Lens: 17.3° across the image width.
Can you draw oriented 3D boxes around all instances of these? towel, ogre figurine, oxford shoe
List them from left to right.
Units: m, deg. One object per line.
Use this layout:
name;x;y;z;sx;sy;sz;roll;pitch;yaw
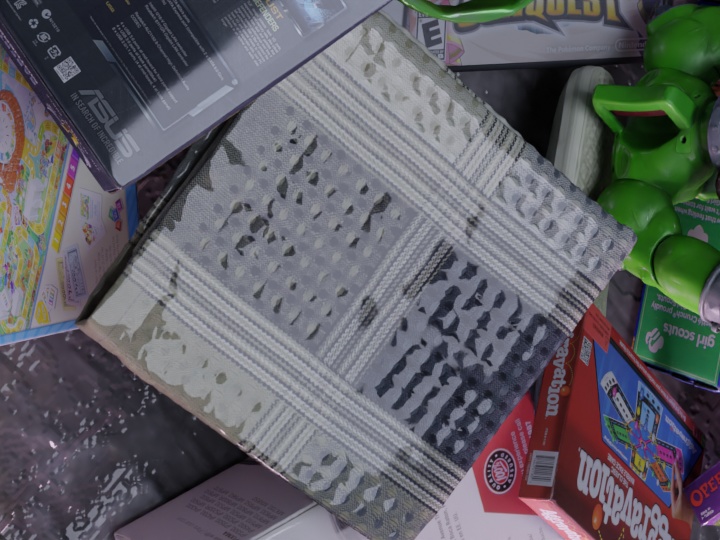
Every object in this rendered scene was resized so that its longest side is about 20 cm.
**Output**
towel;0.000;0.000;1.046;0.200;0.035;0.193;40;84;-24
oxford shoe;0.094;-0.004;1.190;0.075;0.058;0.200;-3;102;-59
ogre figurine;0.179;-0.064;1.145;0.098;0.120;0.200;11;89;-62

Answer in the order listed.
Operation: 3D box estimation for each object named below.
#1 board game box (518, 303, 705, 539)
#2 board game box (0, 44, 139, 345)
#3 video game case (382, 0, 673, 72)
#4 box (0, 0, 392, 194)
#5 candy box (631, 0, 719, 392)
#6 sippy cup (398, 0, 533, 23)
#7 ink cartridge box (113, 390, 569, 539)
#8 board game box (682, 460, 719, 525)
board game box;0.131;0.098;1.199;0.200;0.019;0.103;44;55;-56
board game box;-0.165;-0.067;1.018;0.134;0.034;0.200;-12;108;-31
video game case;0.074;-0.188;1.151;0.200;0.025;0.181;-6;105;-32
box;-0.093;-0.155;0.959;0.158;0.051;0.200;-37;98;-10
candy box;0.246;-0.035;1.272;0.169;0.077;0.200;4;98;-35
sippy cup;0.059;-0.210;1.049;0.130;0.140;0.178;22;64;-25
ink cartridge box;-0.002;0.151;1.150;0.200;0.083;0.147;-27;115;-26
board game box;0.279;0.100;1.293;0.200;0.032;0.120;8;134;-47
